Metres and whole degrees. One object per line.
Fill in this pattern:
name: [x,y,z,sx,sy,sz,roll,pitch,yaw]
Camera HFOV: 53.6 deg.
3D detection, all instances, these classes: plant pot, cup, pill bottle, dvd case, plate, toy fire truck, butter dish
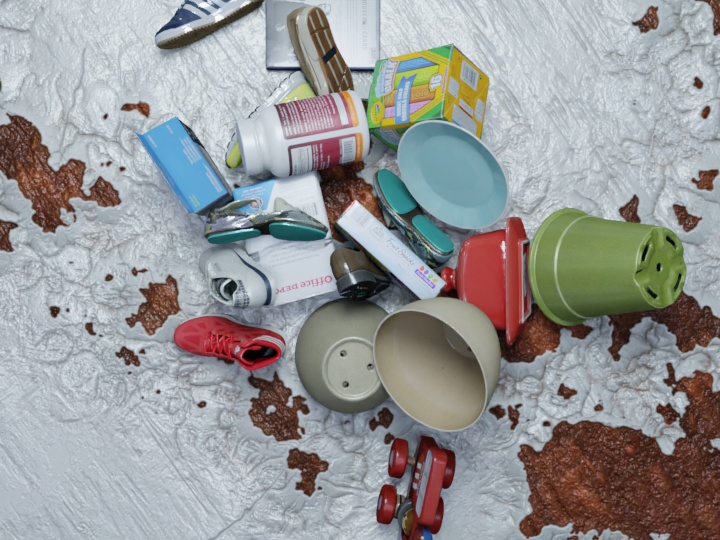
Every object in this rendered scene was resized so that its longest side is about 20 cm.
plant pot: [0.136,0.121,1.087,0.134,0.199,0.202,-34,95,-44]
cup: [-0.014,0.153,1.190,0.196,0.143,0.204,0,93,-3]
pill bottle: [-0.093,-0.213,1.132,0.197,0.113,0.115,-13,93,-12]
dvd case: [-0.064,-0.421,1.222,0.196,0.025,0.153,0,92,-4]
plate: [0.146,-0.150,1.107,0.200,0.200,0.026,43,58,-3]
plant pot: [0.406,-0.005,1.146,0.197,0.189,0.204,0,91,-29]
toy fire truck: [0.098,0.382,1.192,0.110,0.168,0.204,13,92,-3]
butter dish: [0.206,0.014,1.193,0.145,0.199,0.204,-1,94,20]

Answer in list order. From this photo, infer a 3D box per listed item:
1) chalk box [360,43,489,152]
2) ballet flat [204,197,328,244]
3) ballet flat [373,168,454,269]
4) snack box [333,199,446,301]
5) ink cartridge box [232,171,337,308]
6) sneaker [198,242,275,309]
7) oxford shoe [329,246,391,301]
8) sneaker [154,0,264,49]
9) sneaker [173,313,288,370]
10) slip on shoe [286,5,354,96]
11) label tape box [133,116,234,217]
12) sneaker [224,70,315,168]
chalk box: [0.090,-0.267,1.158,0.198,0.124,0.126,0,76,41]
ballet flat: [-0.149,-0.083,1.130,0.196,0.072,0.073,-2,93,-3]
ballet flat: [0.078,-0.082,1.218,0.074,0.074,0.201,-36,70,-1]
snack box: [0.045,-0.028,1.185,0.200,0.142,0.053,43,89,-3]
ink cartridge box: [-0.120,-0.053,1.205,0.143,0.084,0.204,-14,93,-2]
sneaker: [-0.219,0.009,1.156,0.080,0.199,0.078,-17,116,-36]
oxford shoe: [0.000,0.000,1.165,0.072,0.200,0.085,-26,75,6]
sneaker: [-0.270,-0.455,1.187,0.198,0.070,0.110,-29,98,-8]
sneaker: [-0.222,0.118,1.191,0.196,0.116,0.080,2,92,-3]
slip on shoe: [-0.068,-0.338,1.188,0.076,0.060,0.202,-51,133,-32]
label tape box: [-0.270,-0.163,1.135,0.063,0.200,0.145,-34,94,-1]
sneaker: [-0.146,-0.237,1.202,0.200,0.078,0.090,-45,101,2]
